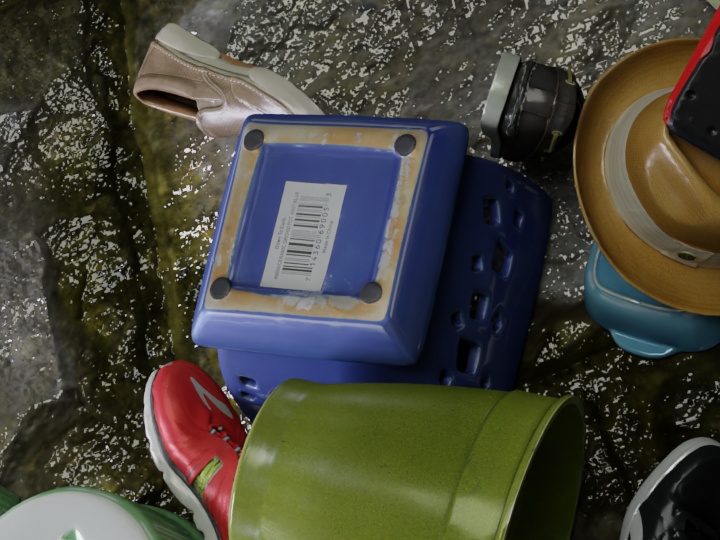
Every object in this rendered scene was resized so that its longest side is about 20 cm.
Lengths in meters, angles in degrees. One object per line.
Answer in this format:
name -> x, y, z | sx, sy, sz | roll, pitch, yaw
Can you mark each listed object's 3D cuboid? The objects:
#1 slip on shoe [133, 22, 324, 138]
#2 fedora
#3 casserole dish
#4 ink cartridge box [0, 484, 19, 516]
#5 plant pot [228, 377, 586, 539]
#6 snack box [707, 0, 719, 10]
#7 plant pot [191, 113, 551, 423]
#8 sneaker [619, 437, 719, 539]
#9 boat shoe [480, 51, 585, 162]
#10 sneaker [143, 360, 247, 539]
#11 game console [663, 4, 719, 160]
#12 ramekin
slip on shoe -> -0.096, -0.124, 1.869 | 0.200, 0.076, 0.061 | 31, 78, 34
fedora -> 0.240, -0.067, 1.632 | 0.199, 0.082, 0.202 | 2, 81, -14
casserole dish -> 0.223, -0.038, 1.712 | 0.121, 0.039, 0.201 | 16, 75, 28
ink cartridge box -> -0.366, 0.221, 1.860 | 0.145, 0.048, 0.201 | 25, 81, 31
plant pot -> 0.024, 0.154, 1.604 | 0.192, 0.200, 0.201 | 15, 75, 17
snack box -> 0.290, -0.202, 1.693 | 0.037, 0.117, 0.200 | -23, 49, -21
plant pot -> 0.000, 0.000, 1.713 | 0.199, 0.180, 0.201 | 5, 70, 25
sneaker -> 0.206, 0.212, 1.573 | 0.201, 0.073, 0.112 | -61, 33, 1
boat shoe -> 0.124, -0.106, 1.707 | 0.060, 0.201, 0.072 | 17, 92, 8
sneaker -> -0.082, 0.142, 1.732 | 0.085, 0.077, 0.201 | -48, 63, 46
game console -> 0.317, -0.123, 1.579 | 0.199, 0.031, 0.178 | 29, 96, -2
ramekin -> -0.193, 0.249, 1.740 | 0.199, 0.098, 0.201 | -10, 65, 21
